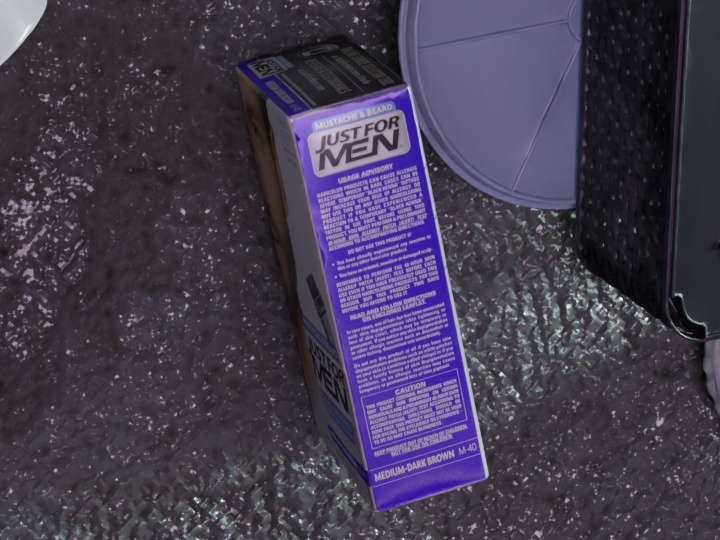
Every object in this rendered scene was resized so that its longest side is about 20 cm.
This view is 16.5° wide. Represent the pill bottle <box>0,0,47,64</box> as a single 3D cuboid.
[{"bbox_3d":[-0.229,-0.164,1.052,0.114,0.114,0.200,-39,114,-3],"label":"pill bottle"}]

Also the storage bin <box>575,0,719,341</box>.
[{"bbox_3d":[0.186,-0.080,1.196,0.135,0.094,0.201,-9,115,-22],"label":"storage bin"}]

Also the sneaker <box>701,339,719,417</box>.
[{"bbox_3d":[0.238,0.110,1.309,0.074,0.079,0.200,-28,114,-10],"label":"sneaker"}]

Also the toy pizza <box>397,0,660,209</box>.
[{"bbox_3d":[0.106,-0.128,1.212,0.200,0.032,0.201,-9,113,-22],"label":"toy pizza"}]

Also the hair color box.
[{"bbox_3d":[0.000,0.000,1.180,0.065,0.109,0.201,-15,110,-11],"label":"hair color box"}]
